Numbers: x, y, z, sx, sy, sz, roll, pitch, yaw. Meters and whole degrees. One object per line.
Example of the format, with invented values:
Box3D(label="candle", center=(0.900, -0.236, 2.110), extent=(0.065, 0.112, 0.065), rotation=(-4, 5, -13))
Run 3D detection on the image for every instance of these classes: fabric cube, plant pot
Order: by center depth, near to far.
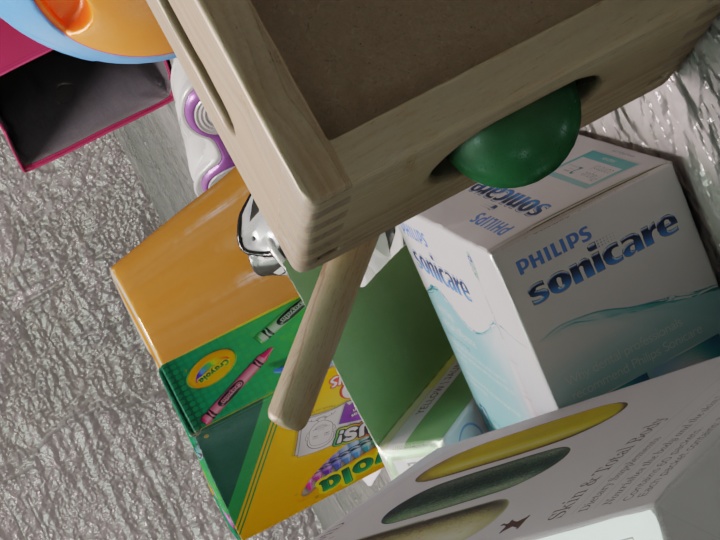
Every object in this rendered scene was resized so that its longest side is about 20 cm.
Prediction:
Box3D(label="plant pot", center=(-0.082, 0.013, 1.355), extent=(0.201, 0.183, 0.200), rotation=(60, 170, 18))
Box3D(label="fabric cube", center=(-0.339, -0.267, 1.940), extent=(0.200, 0.195, 0.200), rotation=(60, 171, 23))

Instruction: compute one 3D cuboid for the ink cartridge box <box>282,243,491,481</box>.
Box3D(label="ink cartridge box", center=(0.054, 0.047, 0.871), extent=(0.048, 0.146, 0.201), rotation=(-11, 112, 35))

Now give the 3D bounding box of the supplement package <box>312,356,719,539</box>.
Box3D(label="supplement package", center=(0.087, 0.133, 0.608), extent=(0.200, 0.152, 0.151), rotation=(-24, 94, 42))

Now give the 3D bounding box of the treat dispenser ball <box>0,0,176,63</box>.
Box3D(label="treat dispenser ball", center=(-0.117, -0.205, 0.893), extent=(0.201, 0.200, 0.201), rotation=(60, 170, 17))

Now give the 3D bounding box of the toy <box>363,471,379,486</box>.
Box3D(label="toy", center=(0.017, 0.046, 1.220), extent=(0.115, 0.047, 0.200), rotation=(49, 135, 19))

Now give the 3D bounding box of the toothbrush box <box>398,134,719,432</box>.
Box3D(label="toothbrush box", center=(0.103, 0.049, 0.763), extent=(0.201, 0.085, 0.146), rotation=(65, 171, -15))

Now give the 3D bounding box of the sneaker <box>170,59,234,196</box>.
Box3D(label="sneaker", center=(-0.123, -0.136, 1.571), extent=(0.200, 0.074, 0.100), rotation=(87, 168, -58))

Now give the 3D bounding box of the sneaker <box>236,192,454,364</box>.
Box3D(label="sneaker", center=(0.000, 0.000, 0.979), extent=(0.076, 0.115, 0.201), rotation=(21, -135, -49))

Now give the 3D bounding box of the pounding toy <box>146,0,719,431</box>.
Box3D(label="pounding toy", center=(0.008, -0.081, 0.608), extent=(0.201, 0.183, 0.142), rotation=(61, 171, 8))

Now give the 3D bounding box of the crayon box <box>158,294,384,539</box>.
Box3D(label="crayon box", center=(-0.006, 0.063, 1.039), extent=(0.058, 0.199, 0.119), rotation=(56, 169, 38))
